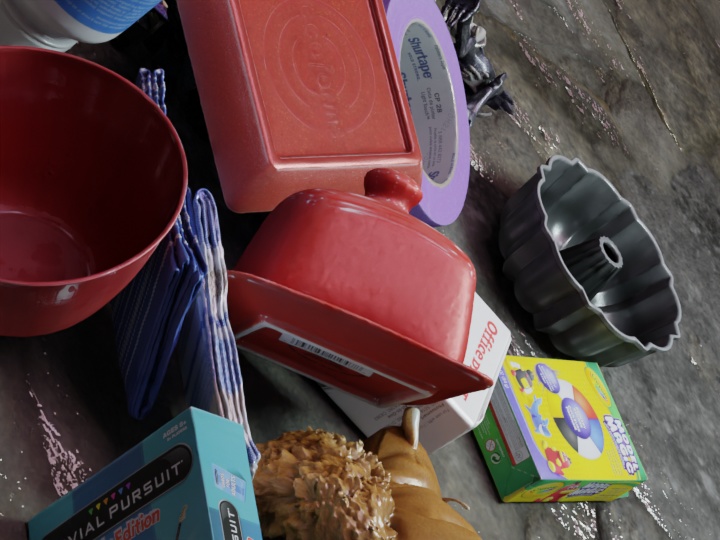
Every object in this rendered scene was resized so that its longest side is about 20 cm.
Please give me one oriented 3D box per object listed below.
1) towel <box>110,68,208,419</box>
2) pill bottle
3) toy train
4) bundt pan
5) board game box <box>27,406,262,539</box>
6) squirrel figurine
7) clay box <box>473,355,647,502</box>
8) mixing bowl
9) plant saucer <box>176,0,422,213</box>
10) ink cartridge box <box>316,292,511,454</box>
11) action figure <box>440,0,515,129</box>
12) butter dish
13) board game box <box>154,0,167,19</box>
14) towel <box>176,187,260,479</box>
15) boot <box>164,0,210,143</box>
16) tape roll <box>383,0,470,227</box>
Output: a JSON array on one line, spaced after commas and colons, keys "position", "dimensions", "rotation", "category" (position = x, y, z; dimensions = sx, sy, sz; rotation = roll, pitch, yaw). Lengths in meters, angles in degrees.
[{"position": [-0.140, -0.019, 1.596], "dimensions": [0.024, 0.145, 0.201], "rotation": [6, 42, -19], "category": "towel"}, {"position": [-0.179, -0.230, 1.702], "dimensions": [0.112, 0.200, 0.113], "rotation": [37, 33, -30], "category": "pill bottle"}, {"position": [-0.185, -0.203, 1.836], "dimensions": [0.200, 0.034, 0.046], "rotation": [39, 30, -28], "category": "toy train"}, {"position": [0.196, 0.001, 2.154], "dimensions": [0.202, 0.076, 0.203], "rotation": [36, 35, -31], "category": "bundt pan"}, {"position": [-0.120, 0.203, 1.405], "dimensions": [0.047, 0.151, 0.201], "rotation": [24, 42, -42], "category": "board game box"}, {"position": [0.010, 0.168, 1.657], "dimensions": [0.200, 0.141, 0.187], "rotation": [39, 27, -32], "category": "squirrel figurine"}, {"position": [0.166, 0.132, 2.007], "dimensions": [0.200, 0.048, 0.115], "rotation": [5, 57, -53], "category": "clay box"}, {"position": [-0.214, -0.032, 1.508], "dimensions": [0.199, 0.109, 0.201], "rotation": [8, 47, -8], "category": "mixing bowl"}, {"position": [-0.037, -0.146, 1.786], "dimensions": [0.199, 0.037, 0.201], "rotation": [-4, 77, -45], "category": "plant saucer"}, {"position": [0.011, 0.031, 1.840], "dimensions": [0.200, 0.084, 0.146], "rotation": [49, 30, -12], "category": "ink cartridge box"}, {"position": [0.072, -0.185, 2.136], "dimensions": [0.119, 0.102, 0.200], "rotation": [39, -22, 28], "category": "action figure"}, {"position": [0.000, 0.000, 1.673], "dimensions": [0.199, 0.199, 0.148], "rotation": [24, 78, -11], "category": "butter dish"}, {"position": [-0.136, -0.276, 1.974], "dimensions": [0.158, 0.039, 0.200], "rotation": [54, 29, -4], "category": "board game box"}, {"position": [-0.099, 0.062, 1.591], "dimensions": [0.024, 0.147, 0.201], "rotation": [-6, 67, -13], "category": "towel"}, {"position": [-0.128, -0.197, 1.801], "dimensions": [0.211, 0.079, 0.159], "rotation": [31, 53, -32], "category": "boot"}, {"position": [0.027, -0.132, 1.970], "dimensions": [0.200, 0.065, 0.201], "rotation": [-8, 90, -69], "category": "tape roll"}]
